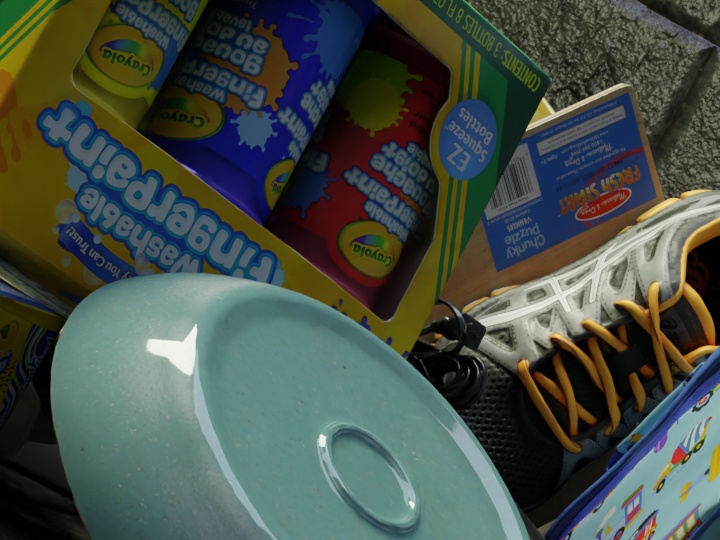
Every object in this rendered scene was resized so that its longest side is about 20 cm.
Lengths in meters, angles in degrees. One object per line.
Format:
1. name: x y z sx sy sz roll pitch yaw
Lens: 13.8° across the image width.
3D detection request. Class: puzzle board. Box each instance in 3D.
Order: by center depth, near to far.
1. puzzle board: 0.044 0.032 1.155 0.017 0.200 0.151 10 -59 59

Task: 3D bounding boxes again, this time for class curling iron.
1. curling iron: 0.046 0.074 1.033 0.026 0.050 0.200 37 14 -37

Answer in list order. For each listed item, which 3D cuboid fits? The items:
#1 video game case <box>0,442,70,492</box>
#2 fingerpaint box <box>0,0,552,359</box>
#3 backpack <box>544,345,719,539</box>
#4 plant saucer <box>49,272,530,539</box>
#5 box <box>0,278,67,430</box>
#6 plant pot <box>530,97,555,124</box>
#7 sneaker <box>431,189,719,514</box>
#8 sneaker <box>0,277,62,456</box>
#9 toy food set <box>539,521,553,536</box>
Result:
1. video game case: -0.124 0.064 1.219 0.143 0.017 0.200 30 1 -26
2. fingerpaint box: -0.049 -0.050 1.021 0.073 0.167 0.200 14 -19 49
3. backpack: 0.152 0.098 1.076 0.135 0.183 0.200 35 33 -11
4. plant saucer: -0.007 0.073 0.921 0.200 0.036 0.200 36 30 -24
5. box: -0.200 -0.008 0.968 0.200 0.070 0.064 31 -1 19
6. plant pot: 0.000 0.000 1.234 0.201 0.189 0.201 55 -6 8
7. sneaker: 0.095 0.028 1.124 0.078 0.200 0.077 57 -24 -12
8. sneaker: -0.133 0.028 1.088 0.100 0.075 0.200 30 14 3
9. toy food set: 0.100 0.122 1.347 0.060 0.144 0.200 40 -1 -8
